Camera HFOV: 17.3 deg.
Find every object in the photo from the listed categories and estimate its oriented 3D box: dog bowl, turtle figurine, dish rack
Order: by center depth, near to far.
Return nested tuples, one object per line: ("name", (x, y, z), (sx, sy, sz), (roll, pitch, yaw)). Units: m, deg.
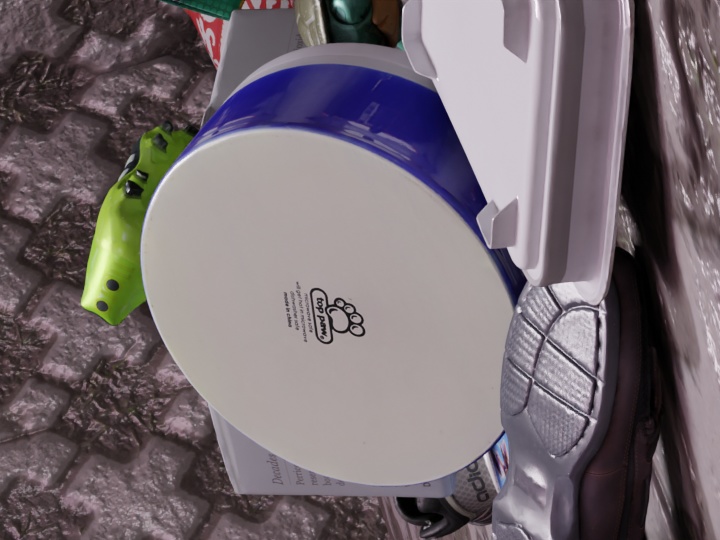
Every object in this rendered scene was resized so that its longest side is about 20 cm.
("dish rack", (0.055, -0.100, 0.946), (0.200, 0.043, 0.172), (-109, 14, -47))
("dog bowl", (0.000, 0.000, 1.106), (0.079, 0.199, 0.201), (-53, -42, -47))
("turtle figurine", (0.011, -0.150, 1.189), (0.150, 0.100, 0.201), (88, 171, -73))

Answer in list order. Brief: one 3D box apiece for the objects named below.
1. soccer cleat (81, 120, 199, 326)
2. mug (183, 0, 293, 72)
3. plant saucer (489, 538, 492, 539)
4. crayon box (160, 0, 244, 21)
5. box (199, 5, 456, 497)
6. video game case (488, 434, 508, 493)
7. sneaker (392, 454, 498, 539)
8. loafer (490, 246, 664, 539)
("soccer cleat", (-0.116, -0.029, 1.337), (0.081, 0.067, 0.200), (-61, -1, 19))
("mug", (-0.010, -0.128, 1.561), (0.134, 0.177, 0.201), (-50, 52, 40))
("plant saucer", (0.098, 0.235, 1.169), (0.201, 0.048, 0.200), (64, 148, 12))
("crayon box", (-0.066, -0.257, 1.328), (0.201, 0.058, 0.119), (-63, 26, 24))
("box", (-0.011, -0.010, 1.319), (0.201, 0.130, 0.200), (79, -165, -47))
("video game case", (0.112, 0.144, 1.261), (0.200, 0.045, 0.182), (-138, 32, -82))
("sneaker", (0.062, 0.143, 1.616), (0.200, 0.087, 0.074), (99, 154, -81))
("loafer", (0.100, 0.072, 1.029), (0.072, 0.063, 0.201), (42, 136, 46))
